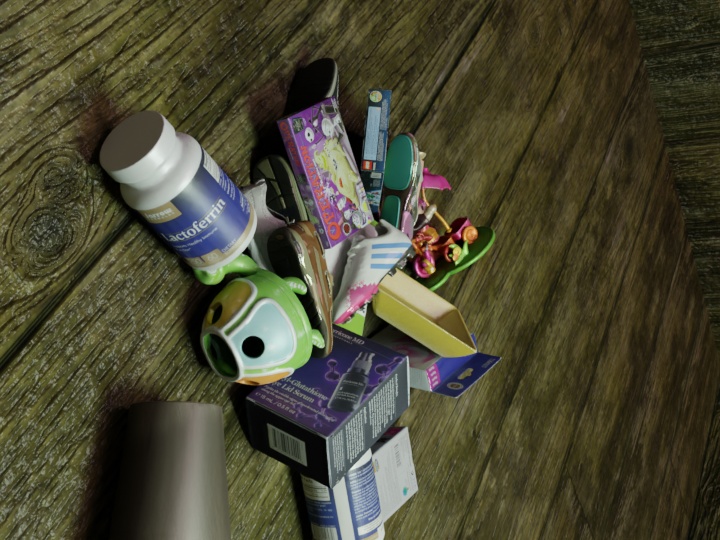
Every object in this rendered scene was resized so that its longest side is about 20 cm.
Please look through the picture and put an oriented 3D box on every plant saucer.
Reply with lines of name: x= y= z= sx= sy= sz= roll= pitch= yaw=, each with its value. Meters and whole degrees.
plant saucer: x=0.085 y=0.064 z=1.776 sx=0.200 sy=0.049 sz=0.200 roll=33 pitch=14 yaw=-14

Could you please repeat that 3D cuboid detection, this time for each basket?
basket: x=-0.225 y=0.262 z=1.291 sx=0.180 sy=0.136 sz=0.201 roll=21 pitch=65 yaw=-59

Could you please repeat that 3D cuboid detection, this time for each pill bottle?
pill bottle: x=-0.225 y=-0.099 z=1.342 sx=0.200 sy=0.115 sz=0.116 roll=50 pitch=46 yaw=-43
pill bottle: x=-0.032 y=0.317 z=1.623 sx=0.111 sy=0.111 sz=0.201 roll=-25 pitch=108 yaw=-57

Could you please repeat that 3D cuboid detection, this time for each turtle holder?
turtle holder: x=-0.144 y=0.066 z=1.436 sx=0.132 sy=0.141 sz=0.186 roll=-34 pitch=130 yaw=-40

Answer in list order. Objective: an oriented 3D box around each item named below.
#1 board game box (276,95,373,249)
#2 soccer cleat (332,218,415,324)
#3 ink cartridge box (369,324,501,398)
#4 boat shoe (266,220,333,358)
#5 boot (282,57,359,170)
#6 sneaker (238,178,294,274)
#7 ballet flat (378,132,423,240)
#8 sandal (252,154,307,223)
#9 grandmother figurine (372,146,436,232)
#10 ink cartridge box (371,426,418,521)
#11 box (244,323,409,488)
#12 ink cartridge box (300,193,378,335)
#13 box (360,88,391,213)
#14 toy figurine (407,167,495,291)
board game box: x=-0.049 y=-0.145 z=1.592 sx=0.120 sy=0.032 sz=0.201 roll=-34 pitch=112 yaw=-44
soccer cleat: x=0.000 y=0.000 z=1.627 sx=0.086 sy=0.070 sz=0.200 roll=45 pitch=53 yaw=0
ink cartridge box: x=0.109 y=0.141 z=1.794 sx=0.196 sy=0.199 sz=0.043 roll=-29 pitch=123 yaw=-58
boat shoe: x=-0.066 y=0.024 z=1.494 sx=0.074 sy=0.075 sz=0.201 roll=-36 pitch=125 yaw=-43
boot: x=-0.053 y=-0.212 z=1.696 sx=0.154 sy=0.073 sz=0.204 roll=47 pitch=48 yaw=-53
sneaker: x=-0.119 y=-0.037 z=1.513 sx=0.200 sy=0.082 sz=0.075 roll=60 pitch=-3 yaw=-30
ballet flat: x=0.073 y=-0.130 z=1.809 sx=0.071 sy=0.069 sz=0.201 roll=-2 pitch=102 yaw=-49
sandal: x=-0.106 y=-0.071 z=1.583 sx=0.057 sy=0.079 sz=0.202 roll=-24 pitch=107 yaw=-72
grandmother figurine: x=0.070 y=-0.108 z=1.868 sx=0.061 sy=0.121 sz=0.201 roll=-23 pitch=124 yaw=-86
ink cartridge box: x=0.030 y=0.350 z=1.794 sx=0.200 sy=0.042 sz=0.120 roll=-29 pitch=112 yaw=-60
box: x=-0.043 y=0.186 z=1.532 sx=0.200 sy=0.148 sz=0.105 roll=-43 pitch=142 yaw=-40
ink cartridge box: x=-0.049 y=-0.005 z=1.669 sx=0.148 sy=0.076 sz=0.201 roll=34 pitch=60 yaw=-54
box: x=0.021 y=-0.189 z=1.746 sx=0.200 sy=0.038 sz=0.137 roll=97 pitch=-2 yaw=-74
toy figurine: x=0.119 y=-0.087 z=1.947 sx=0.200 sy=0.150 sz=0.184 roll=-43 pitch=112 yaw=-24
